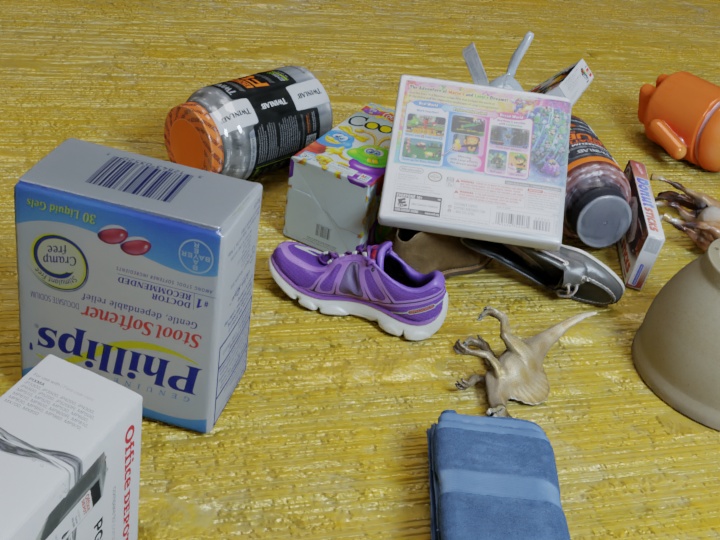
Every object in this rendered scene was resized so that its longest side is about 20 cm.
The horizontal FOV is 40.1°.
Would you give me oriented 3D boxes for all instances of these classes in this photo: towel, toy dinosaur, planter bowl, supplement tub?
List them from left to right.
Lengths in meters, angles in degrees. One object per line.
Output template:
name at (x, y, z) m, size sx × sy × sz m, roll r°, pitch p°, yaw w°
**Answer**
supplement tub at (-0.139, -0.179, 1.232) m, size 0.122 × 0.125 × 0.198 m, roll 31°, pitch 38°, yaw 31°
towel at (0.110, 0.195, 0.785) m, size 0.109 × 0.049 × 0.201 m, roll 7°, pitch 32°, yaw -3°
toy dinosaur at (0.150, 0.087, 0.975) m, size 0.100 × 0.059 × 0.200 m, roll 36°, pitch 47°, yaw 13°
supplement tub at (0.277, -0.111, 1.248) m, size 0.105 × 0.109 × 0.201 m, roll 2°, pitch 33°, yaw -11°
planter bowl at (0.391, 0.052, 0.998) m, size 0.196 × 0.137 × 0.202 m, roll 7°, pitch 32°, yaw -4°

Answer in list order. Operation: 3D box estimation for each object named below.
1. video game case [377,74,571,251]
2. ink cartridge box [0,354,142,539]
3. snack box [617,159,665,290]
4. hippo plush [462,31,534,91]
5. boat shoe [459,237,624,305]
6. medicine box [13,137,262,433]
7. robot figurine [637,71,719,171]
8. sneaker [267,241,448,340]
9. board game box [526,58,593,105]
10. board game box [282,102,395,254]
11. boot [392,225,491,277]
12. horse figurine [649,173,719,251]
video game case at (0.128, -0.121, 1.078) m, size 0.195 × 0.024 × 0.185 m, roll 8°, pitch 66°, yaw 3°
ink cartridge box at (-0.226, 0.175, 0.636) m, size 0.081 × 0.149 × 0.200 m, roll 18°, pitch 34°, yaw 13°
snack box at (0.340, -0.061, 1.217) m, size 0.024 × 0.073 × 0.201 m, roll 15°, pitch 32°, yaw -1°
hippo plush at (0.150, -0.148, 1.199) m, size 0.156 × 0.161 × 0.204 m, roll -10°, pitch 73°, yaw 4°
boat shoe at (0.198, -0.007, 1.096) m, size 0.198 × 0.067 × 0.057 m, roll 32°, pitch 61°, yaw 2°
medicine box at (-0.189, 0.013, 0.846) m, size 0.178 × 0.203 × 0.103 m, roll 13°, pitch 30°, yaw 7°
robot figurine at (0.505, -0.221, 1.470) m, size 0.142 × 0.118 × 0.199 m, roll 8°, pitch 24°, yaw -45°
sneaker at (0.000, 0.000, 1.027) m, size 0.196 × 0.085 × 0.081 m, roll 16°, pitch 32°, yaw 12°
board game box at (0.210, -0.205, 1.325) m, size 0.035 × 0.198 × 0.126 m, roll 56°, pitch 36°, yaw -9°
board game box at (0.004, -0.110, 1.179) m, size 0.103 × 0.105 × 0.200 m, roll 21°, pitch 34°, yaw 19°
boot at (0.103, -0.040, 1.124) m, size 0.073 × 0.077 × 0.198 m, roll 28°, pitch 36°, yaw 31°
horse figurine at (0.430, -0.063, 1.260) m, size 0.130 × 0.051 × 0.201 m, roll 23°, pitch 26°, yaw -3°
